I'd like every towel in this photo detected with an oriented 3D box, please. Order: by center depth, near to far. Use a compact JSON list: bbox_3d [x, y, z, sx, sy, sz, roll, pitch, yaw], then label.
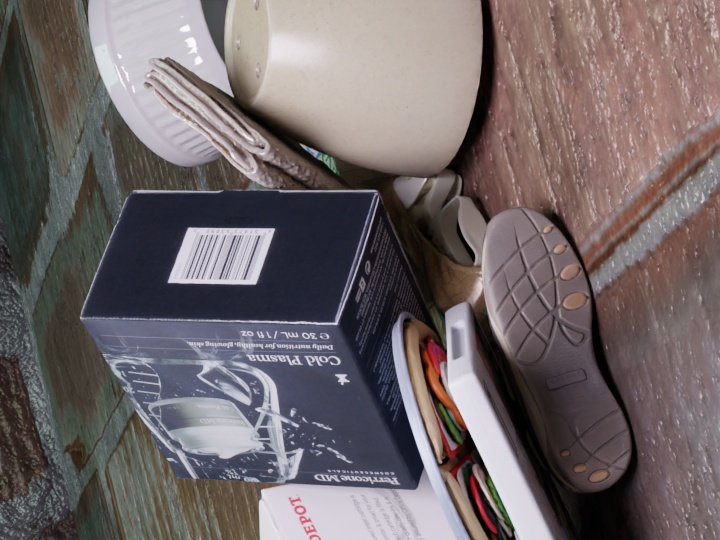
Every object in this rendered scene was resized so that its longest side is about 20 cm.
[{"bbox_3d":[-0.074,-0.089,1.610,0.132,0.035,0.200,41,-174,28],"label":"towel"}]

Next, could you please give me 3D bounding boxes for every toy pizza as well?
[{"bbox_3d":[0.073,0.119,1.493,0.200,0.032,0.201,-21,-90,-80],"label":"toy pizza"}]

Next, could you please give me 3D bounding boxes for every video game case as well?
[{"bbox_3d":[0.106,0.133,1.464,0.182,0.023,0.200,-83,-32,-76],"label":"video game case"}]

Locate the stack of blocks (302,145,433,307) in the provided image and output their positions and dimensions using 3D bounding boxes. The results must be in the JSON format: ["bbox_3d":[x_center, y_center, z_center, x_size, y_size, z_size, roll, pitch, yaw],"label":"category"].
[{"bbox_3d":[-0.001,-0.051,1.808,0.115,0.058,0.200,125,132,-65],"label":"stack of blocks"}]

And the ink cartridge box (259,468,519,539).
[{"bbox_3d":[0.039,0.215,1.616,0.145,0.200,0.085,-122,27,-48],"label":"ink cartridge box"}]

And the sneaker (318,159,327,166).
[{"bbox_3d":[0.000,0.000,1.705,0.085,0.078,0.200,-30,75,24],"label":"sneaker"}]

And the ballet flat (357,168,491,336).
[{"bbox_3d":[0.060,-0.032,1.645,0.072,0.068,0.200,-67,32,27],"label":"ballet flat"}]

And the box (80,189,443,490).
[{"bbox_3d":[-0.062,0.050,1.568,0.197,0.200,0.124,64,-146,-47],"label":"box"}]

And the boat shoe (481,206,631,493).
[{"bbox_3d":[0.120,0.058,1.485,0.073,0.074,0.200,133,125,-68],"label":"boat shoe"}]

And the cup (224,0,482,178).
[{"bbox_3d":[-0.016,-0.168,1.600,0.200,0.143,0.201,179,90,-67],"label":"cup"}]

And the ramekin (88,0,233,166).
[{"bbox_3d":[-0.136,-0.202,1.925,0.105,0.200,0.201,-19,79,28],"label":"ramekin"}]
